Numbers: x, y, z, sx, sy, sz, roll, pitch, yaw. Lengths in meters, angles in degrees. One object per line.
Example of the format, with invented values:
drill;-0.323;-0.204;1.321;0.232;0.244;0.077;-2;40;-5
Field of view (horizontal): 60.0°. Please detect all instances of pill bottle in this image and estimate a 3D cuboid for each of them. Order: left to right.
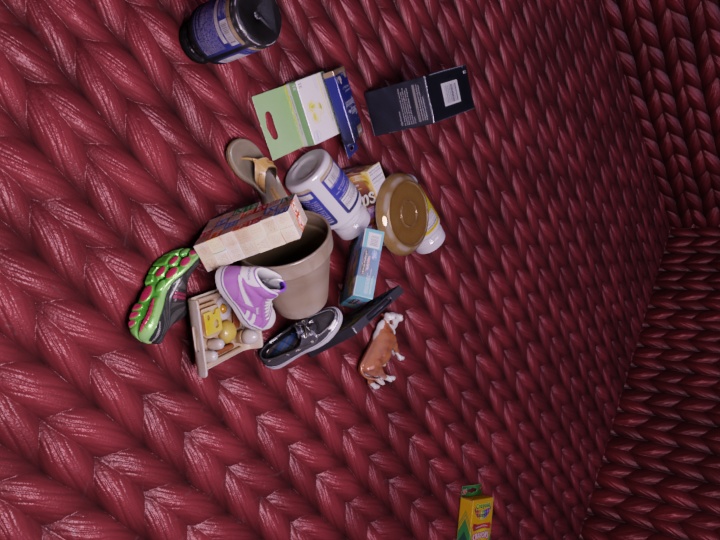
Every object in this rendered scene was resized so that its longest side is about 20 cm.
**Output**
pill bottle;-0.248;-0.449;1.158;0.111;0.199;0.113;-1;91;-48
pill bottle;-0.067;-0.165;1.418;0.200;0.119;0.120;48;57;-37
pill bottle;0.140;-0.145;1.649;0.201;0.113;0.115;53;54;-34

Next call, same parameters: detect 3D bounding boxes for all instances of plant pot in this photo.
plant pot;-0.141;0.000;1.306;0.200;0.198;0.175;-46;137;-37
plant pot;0.110;-0.137;1.510;0.199;0.027;0.203;-1;91;-48

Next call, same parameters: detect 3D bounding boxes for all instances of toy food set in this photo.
toy food set;-0.258;0.108;1.220;0.200;0.060;0.145;-24;110;-67

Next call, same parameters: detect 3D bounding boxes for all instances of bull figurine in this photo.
bull figurine;0.059;0.204;1.597;0.122;0.065;0.201;54;54;-29

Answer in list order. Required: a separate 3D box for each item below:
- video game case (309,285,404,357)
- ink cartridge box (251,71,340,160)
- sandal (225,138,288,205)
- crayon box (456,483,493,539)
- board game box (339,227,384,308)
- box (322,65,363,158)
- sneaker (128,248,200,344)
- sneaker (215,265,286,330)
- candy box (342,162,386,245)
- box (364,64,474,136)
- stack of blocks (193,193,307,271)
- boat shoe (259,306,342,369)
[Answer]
video game case;-0.014;0.117;1.426;0.180;0.200;0.026;-37;93;-41
ink cartridge box;-0.137;-0.347;1.395;0.200;0.048;0.147;-37;117;-44
sandal;-0.203;-0.198;1.316;0.201;0.054;0.081;54;54;-33
crayon box;0.357;0.775;1.940;0.126;0.050;0.203;13;80;-46
board game box;0.000;0.000;1.446;0.046;0.200;0.153;12;78;-9
box;-0.034;-0.376;1.481;0.121;0.032;0.202;-65;141;-65
sneaker;-0.355;0.045;1.152;0.201;0.076;0.084;-65;154;-25
sneaker;-0.184;0.058;1.200;0.201;0.113;0.073;58;31;-56
candy box;0.023;-0.156;1.519;0.056;0.116;0.202;-42;119;-39
box;0.152;-0.434;1.596;0.196;0.199;0.119;-29;111;-43
stack of blocks;-0.205;-0.079;1.187;0.116;0.198;0.059;-81;150;-60
boat shoe;-0.130;0.137;1.323;0.070;0.199;0.066;60;2;25
